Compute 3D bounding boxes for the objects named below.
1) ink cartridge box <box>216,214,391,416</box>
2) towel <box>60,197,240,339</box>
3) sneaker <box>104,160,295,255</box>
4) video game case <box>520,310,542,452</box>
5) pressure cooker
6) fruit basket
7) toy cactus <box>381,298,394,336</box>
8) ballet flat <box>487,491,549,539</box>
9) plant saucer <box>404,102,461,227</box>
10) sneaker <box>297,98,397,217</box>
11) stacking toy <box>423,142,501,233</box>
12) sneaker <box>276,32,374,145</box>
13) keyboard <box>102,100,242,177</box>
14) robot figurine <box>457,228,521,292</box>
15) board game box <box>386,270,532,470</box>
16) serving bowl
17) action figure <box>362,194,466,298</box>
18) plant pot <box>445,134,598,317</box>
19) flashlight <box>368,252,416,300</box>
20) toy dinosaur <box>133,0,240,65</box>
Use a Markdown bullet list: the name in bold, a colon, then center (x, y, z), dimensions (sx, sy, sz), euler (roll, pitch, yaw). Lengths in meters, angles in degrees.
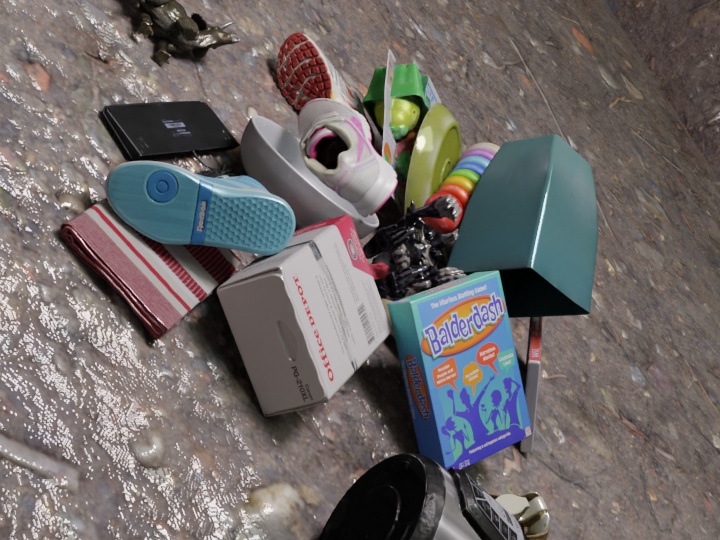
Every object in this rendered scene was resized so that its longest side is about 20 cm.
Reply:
- **ink cartridge box**: center (-0.055, 0.044, 1.321), dimensions (0.147, 0.083, 0.200), euler (69, 25, -10)
- **towel**: center (-0.209, -0.021, 1.280), dimensions (0.144, 0.023, 0.200), euler (48, 26, -3)
- **sneaker**: center (-0.173, -0.070, 1.311), dimensions (0.197, 0.081, 0.131), euler (17, 8, -16)
- **video game case**: center (0.230, 0.124, 1.671), dimensions (0.017, 0.145, 0.201), euler (4, 31, 7)
- **pressure cooker**: center (0.073, 0.290, 1.173), dimensions (0.199, 0.178, 0.177), euler (40, 60, -20)
- **fruit basket**: center (0.065, -0.173, 1.724), dimensions (0.185, 0.092, 0.203), euler (52, 31, -61)
- **toy cactus**: center (0.093, 0.086, 1.542), dimensions (0.163, 0.103, 0.202), euler (25, 56, 2)
- **ballet flat**: center (0.180, 0.288, 1.450), dimensions (0.199, 0.065, 0.071), euler (9, 48, -53)
- **plant saucer**: center (0.105, -0.128, 1.722), dimensions (0.031, 0.203, 0.200), euler (10, 22, 17)
- **sneaker**: center (-0.031, -0.152, 1.473), dimensions (0.088, 0.082, 0.200), euler (32, 14, -41)
- **stacking toy**: center (0.137, -0.101, 1.678), dimensions (0.086, 0.085, 0.200), euler (50, 37, -1)
- **sneaker**: center (-0.048, -0.238, 1.738), dimensions (0.202, 0.077, 0.082), euler (60, 23, -3)
- **keyboard**: center (-0.203, -0.143, 1.435), dimensions (0.128, 0.021, 0.199), euler (52, 28, 12)
- **robot figurine**: center (0.192, -0.017, 1.761), dimensions (0.177, 0.114, 0.201), euler (61, 33, -32)
- **board game box**: center (0.117, 0.116, 1.443), dimensions (0.151, 0.045, 0.204), euler (-18, 97, -39)
- **serving bowl**: center (-0.072, -0.097, 1.504), dimensions (0.199, 0.066, 0.200), euler (40, 12, -10)
- **action figure**: center (0.080, -0.024, 1.511), dimensions (0.200, 0.101, 0.121), euler (-26, 105, -63)
- **plant pot**: center (0.220, -0.061, 1.607), dimensions (0.141, 0.140, 0.203), euler (33, 63, -40)
- **flashlight**: center (0.000, 0.000, 1.522), dimensions (0.068, 0.068, 0.199), euler (51, 26, 19)
- **toy dinosaur**: center (-0.245, -0.316, 1.544), dimensions (0.199, 0.077, 0.103), euler (36, 19, -18)
